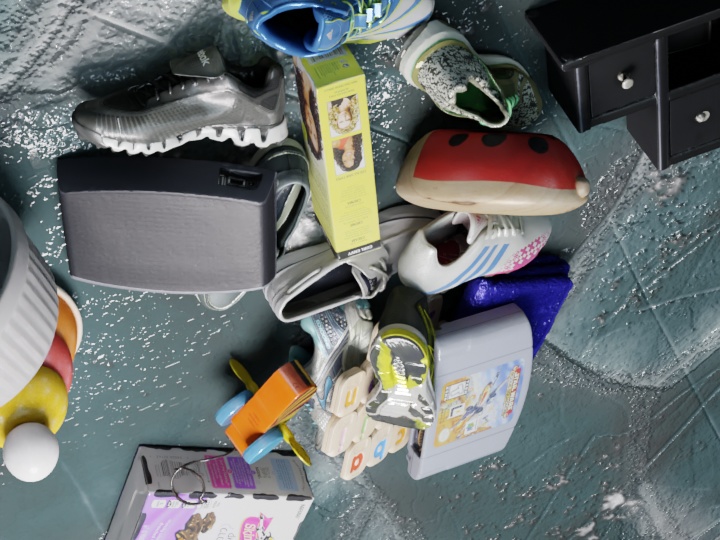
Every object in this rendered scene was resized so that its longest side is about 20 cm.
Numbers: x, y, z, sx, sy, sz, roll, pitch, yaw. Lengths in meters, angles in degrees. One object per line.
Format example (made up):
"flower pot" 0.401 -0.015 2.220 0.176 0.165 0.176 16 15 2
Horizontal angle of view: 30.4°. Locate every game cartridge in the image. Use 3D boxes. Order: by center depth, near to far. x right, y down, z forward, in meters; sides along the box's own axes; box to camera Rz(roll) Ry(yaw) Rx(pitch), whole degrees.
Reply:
"game cartridge" 0.119 0.131 1.421 0.131 0.042 0.202 -12 131 -22

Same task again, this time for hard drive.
"hard drive" -0.175 -0.037 1.206 0.196 0.043 0.136 3 129 0

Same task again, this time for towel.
"towel" 0.151 0.081 1.458 0.146 0.050 0.202 -11 131 -38

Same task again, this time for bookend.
"bookend" 0.273 -0.176 1.284 0.197 0.093 0.200 -19 134 -6

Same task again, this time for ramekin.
"ramekin" -0.352 0.034 1.131 0.198 0.202 0.105 -30 144 4

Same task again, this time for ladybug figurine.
"ladybug figurine" 0.125 -0.094 1.250 0.135 0.197 0.073 -15 108 -58

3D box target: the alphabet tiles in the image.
"alphabet tiles" 0.031 0.123 1.417 0.199 0.014 0.198 -24 133 -48

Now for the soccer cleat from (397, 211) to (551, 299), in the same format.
"soccer cleat" 0.125 -0.034 1.322 0.198 0.070 0.087 -25 152 -31

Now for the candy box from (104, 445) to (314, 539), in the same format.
"candy box" -0.174 0.286 1.504 0.197 0.072 0.169 6 126 -27

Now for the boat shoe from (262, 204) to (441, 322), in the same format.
"boat shoe" 0.000 0.000 1.336 0.198 0.066 0.074 -25 134 -2

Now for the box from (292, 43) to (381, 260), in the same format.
"box" -0.021 -0.110 1.229 0.049 0.076 0.202 -17 132 -11

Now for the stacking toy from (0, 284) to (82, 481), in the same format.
"stacking toy" -0.314 0.114 1.206 0.144 0.201 0.148 -11 133 -13

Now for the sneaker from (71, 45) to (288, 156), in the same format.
"sneaker" -0.151 -0.153 1.144 0.197 0.067 0.092 -5 128 -25

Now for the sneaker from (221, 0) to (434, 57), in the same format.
"sneaker" -0.018 -0.210 1.120 0.197 0.106 0.077 -1 130 -22

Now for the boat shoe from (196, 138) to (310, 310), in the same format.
"boat shoe" -0.104 -0.031 1.267 0.072 0.062 0.201 12 124 -33

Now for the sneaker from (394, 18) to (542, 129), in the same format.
"sneaker" 0.113 -0.155 1.224 0.077 0.089 0.199 -46 145 23

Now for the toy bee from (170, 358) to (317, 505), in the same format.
"toy bee" -0.110 0.154 1.399 0.198 0.133 0.108 -21 180 30

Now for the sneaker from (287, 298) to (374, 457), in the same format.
"sneaker" -0.041 0.112 1.423 0.085 0.078 0.203 3 121 -10

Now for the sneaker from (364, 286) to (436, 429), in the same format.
"sneaker" 0.049 0.091 1.329 0.073 0.086 0.201 11 148 5
